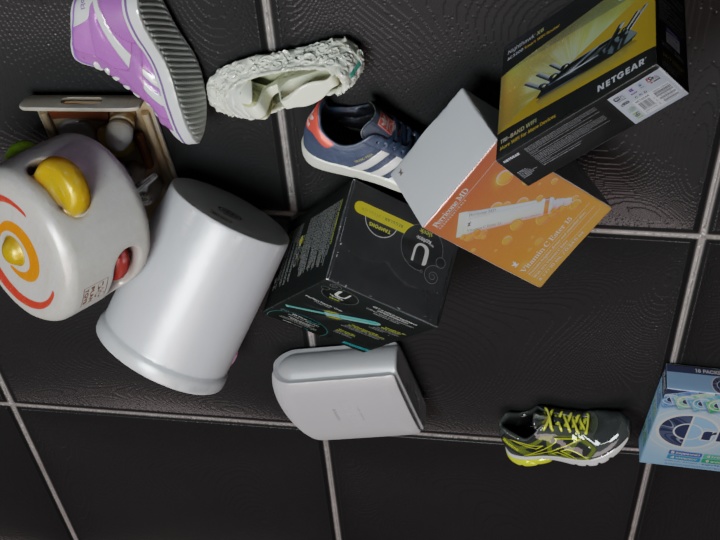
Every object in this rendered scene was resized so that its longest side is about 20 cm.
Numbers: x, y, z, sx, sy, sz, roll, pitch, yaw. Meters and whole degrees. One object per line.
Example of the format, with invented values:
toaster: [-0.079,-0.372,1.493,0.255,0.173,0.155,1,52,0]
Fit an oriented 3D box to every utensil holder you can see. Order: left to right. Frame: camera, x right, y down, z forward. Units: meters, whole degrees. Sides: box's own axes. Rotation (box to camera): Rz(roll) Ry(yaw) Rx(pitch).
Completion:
utensil holder: [-0.195,0.016,1.600,0.168,0.170,0.202,24,103,-20]

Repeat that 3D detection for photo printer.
photo printer: [-0.021,0.173,1.912,0.197,0.070,0.167,-5,141,17]

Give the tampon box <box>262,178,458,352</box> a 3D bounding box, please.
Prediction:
tampon box: [0.000,0.000,1.590,0.148,0.128,0.200,23,160,-20]

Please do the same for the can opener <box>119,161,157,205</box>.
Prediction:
can opener: [-0.299,-0.072,1.596,0.067,0.053,0.200,49,140,-3]

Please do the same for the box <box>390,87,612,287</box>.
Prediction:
box: [0.152,-0.085,1.456,0.199,0.098,0.125,24,116,-39]

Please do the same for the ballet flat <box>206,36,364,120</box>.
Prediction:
ballet flat: [-0.088,-0.197,1.448,0.198,0.072,0.072,-14,138,28]

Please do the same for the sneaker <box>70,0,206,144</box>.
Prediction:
sneaker: [-0.241,-0.219,1.452,0.113,0.073,0.202,-4,131,22]

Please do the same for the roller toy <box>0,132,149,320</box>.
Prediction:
roller toy: [-0.334,-0.045,1.494,0.198,0.139,0.185,5,119,44]

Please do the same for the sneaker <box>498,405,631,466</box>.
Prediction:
sneaker: [0.286,0.231,1.927,0.198,0.075,0.085,-14,137,27]

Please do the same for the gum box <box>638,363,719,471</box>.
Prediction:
gum box: [0.489,0.209,1.885,0.167,0.045,0.201,7,142,3]

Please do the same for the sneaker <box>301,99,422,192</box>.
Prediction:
sneaker: [0.034,-0.141,1.490,0.197,0.076,0.085,8,143,-2]

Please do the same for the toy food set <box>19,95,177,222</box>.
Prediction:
toy food set: [-0.300,-0.127,1.582,0.141,0.061,0.201,1,142,9]

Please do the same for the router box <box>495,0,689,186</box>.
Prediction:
router box: [0.222,-0.195,1.316,0.052,0.159,0.199,33,136,-29]

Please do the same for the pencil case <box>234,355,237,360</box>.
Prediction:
pencil case: [-0.192,0.053,1.781,0.086,0.088,0.201,10,142,-3]
